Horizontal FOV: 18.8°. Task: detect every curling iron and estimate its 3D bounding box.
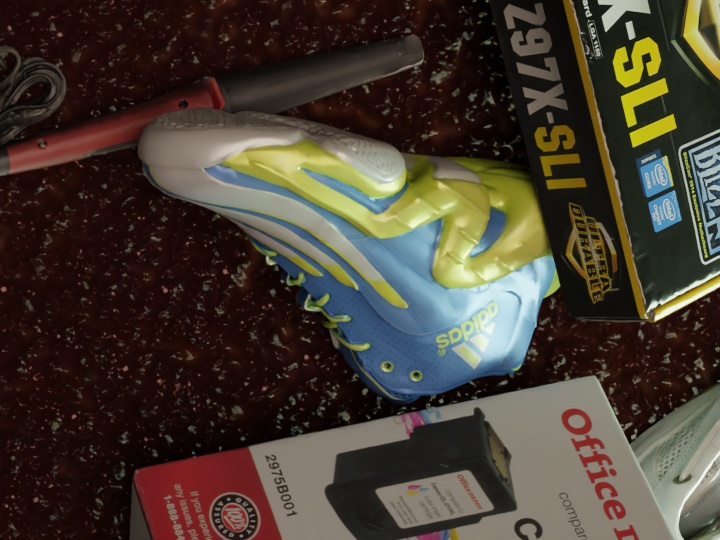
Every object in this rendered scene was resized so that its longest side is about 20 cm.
[{"bbox_3d":[-0.067,-0.073,0.858,0.198,0.026,0.050,-9,102,-17],"label":"curling iron"}]

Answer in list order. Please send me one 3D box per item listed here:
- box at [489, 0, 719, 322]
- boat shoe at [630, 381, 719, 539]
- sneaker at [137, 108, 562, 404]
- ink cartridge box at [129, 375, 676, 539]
[{"bbox_3d":[0.127,-0.099,0.880,0.159,0.049,0.202,-23,104,-37],"label":"box"},{"bbox_3d":[0.198,0.057,0.939,0.200,0.069,0.071,-42,105,-10],"label":"boat shoe"},{"bbox_3d":[0.000,0.000,0.857,0.199,0.076,0.106,10,97,-27],"label":"sneaker"},{"bbox_3d":[0.023,0.135,0.845,0.198,0.146,0.083,-11,142,-17],"label":"ink cartridge box"}]
